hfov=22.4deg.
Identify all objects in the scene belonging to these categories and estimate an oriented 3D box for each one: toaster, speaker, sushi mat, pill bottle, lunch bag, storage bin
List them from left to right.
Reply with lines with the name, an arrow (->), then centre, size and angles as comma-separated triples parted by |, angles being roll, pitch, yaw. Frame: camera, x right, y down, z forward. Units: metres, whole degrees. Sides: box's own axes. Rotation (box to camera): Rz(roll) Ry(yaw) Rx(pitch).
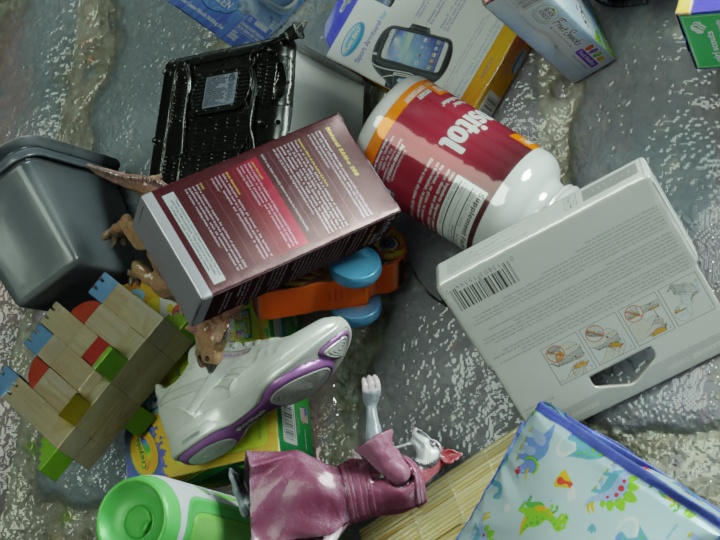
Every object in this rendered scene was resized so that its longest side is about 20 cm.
storage bin -> -0.299, -0.027, 1.767 | 0.146, 0.200, 0.134 | -35, 71, 15
speaker -> -0.146, 0.233, 1.595 | 0.088, 0.200, 0.088 | -8, 72, 26
toaster -> -0.097, -0.118, 1.705 | 0.200, 0.119, 0.181 | -6, 73, 42
sushi mat -> 0.095, 0.216, 1.581 | 0.200, 0.012, 0.096 | -35, 62, 15
pill bottle -> 0.101, -0.078, 1.596 | 0.200, 0.113, 0.113 | 33, 92, 17
lunch bag -> 0.185, 0.225, 1.465 | 0.200, 0.127, 0.170 | 31, 91, 22

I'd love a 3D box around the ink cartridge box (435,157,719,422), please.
ink cartridge box -> 0.191, 0.027, 1.526 | 0.200, 0.176, 0.045 | -28, 21, 14

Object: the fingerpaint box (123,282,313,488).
fingerpaint box -> -0.139, 0.098, 1.706 | 0.167, 0.073, 0.200 | -16, 68, 23

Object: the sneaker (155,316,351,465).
sneaker -> -0.102, 0.086, 1.604 | 0.200, 0.075, 0.100 | -34, 64, 14

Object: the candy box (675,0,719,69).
candy box -> 0.377, -0.254, 1.500 | 0.200, 0.077, 0.169 | -3, 50, 28

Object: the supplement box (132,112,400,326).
supplement box -> -0.080, -0.045, 1.543 | 0.200, 0.061, 0.109 | -24, 73, -24

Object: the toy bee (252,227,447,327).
toy bee -> 0.000, 0.000, 1.656 | 0.109, 0.200, 0.131 | -93, 23, -48

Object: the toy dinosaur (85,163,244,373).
toy dinosaur -> -0.158, -0.020, 1.593 | 0.086, 0.200, 0.136 | -33, 17, -20

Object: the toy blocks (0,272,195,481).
toy blocks -> -0.254, 0.084, 1.683 | 0.200, 0.100, 0.137 | -51, 48, -6

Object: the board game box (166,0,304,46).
board game box -> -0.100, -0.320, 1.734 | 0.199, 0.200, 0.043 | -46, 58, 10

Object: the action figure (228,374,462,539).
action figure -> -0.007, 0.190, 1.561 | 0.200, 0.134, 0.149 | -15, 52, 2

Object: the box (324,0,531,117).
box -> 0.059, -0.219, 1.714 | 0.200, 0.041, 0.119 | 31, 91, 34

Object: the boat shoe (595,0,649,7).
boat shoe -> 0.248, -0.282, 1.558 | 0.071, 0.200, 0.091 | 14, 87, -3

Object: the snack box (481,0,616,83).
snack box -> 0.144, -0.263, 1.586 | 0.053, 0.200, 0.142 | -27, 64, 19
